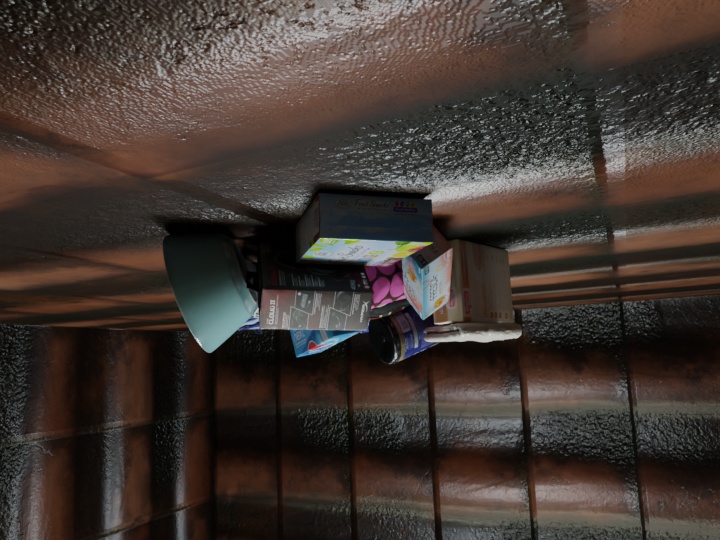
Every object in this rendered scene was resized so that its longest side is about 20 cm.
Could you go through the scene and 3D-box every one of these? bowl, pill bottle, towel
[{"bbox_3d":[-0.239,0.021,0.967,0.102,0.206,0.201,-20,173,-5],"label":"bowl"},{"bbox_3d":[0.123,0.121,1.282,0.196,0.115,0.111,-18,180,-29],"label":"pill bottle"},{"bbox_3d":[0.215,0.125,1.151,0.128,0.036,0.200,0,171,-15],"label":"towel"}]

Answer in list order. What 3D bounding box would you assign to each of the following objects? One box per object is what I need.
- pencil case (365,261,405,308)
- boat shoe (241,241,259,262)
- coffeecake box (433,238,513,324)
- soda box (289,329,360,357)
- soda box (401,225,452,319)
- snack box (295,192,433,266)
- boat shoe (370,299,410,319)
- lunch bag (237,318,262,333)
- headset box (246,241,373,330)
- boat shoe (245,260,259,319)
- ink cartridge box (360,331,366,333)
[{"bbox_3d":[0.059,0.021,1.131,0.196,0.097,0.090,-13,-161,-40],"label":"pencil case"},{"bbox_3d":[-0.123,0.000,1.055,0.194,0.072,0.070,15,-173,-13],"label":"boat shoe"},{"bbox_3d":[0.228,0.030,1.177,0.072,0.159,0.197,-10,168,42],"label":"coffeecake box"},{"bbox_3d":[-0.073,0.113,1.133,0.063,0.070,0.199,-8,166,-29],"label":"soda box"},{"bbox_3d":[0.116,0.006,1.019,0.067,0.064,0.202,-33,152,-11],"label":"soda box"},{"bbox_3d":[-0.003,-0.054,0.862,0.163,0.070,0.200,1,170,-16],"label":"snack box"},{"bbox_3d":[0.069,0.049,1.216,0.198,0.075,0.063,-14,152,-40],"label":"boat shoe"},{"bbox_3d":[-0.175,0.075,1.186,0.195,0.078,0.160,-17,170,20],"label":"lunch bag"},{"bbox_3d":[-0.090,0.024,0.953,0.193,0.079,0.150,4,-150,-14],"label":"headset box"},{"bbox_3d":[-0.178,0.058,1.062,0.201,0.087,0.074,41,-173,31],"label":"boat shoe"},{"bbox_3d":[0.116,0.076,1.362,0.196,0.041,0.203,-3,129,-44],"label":"ink cartridge box"}]
